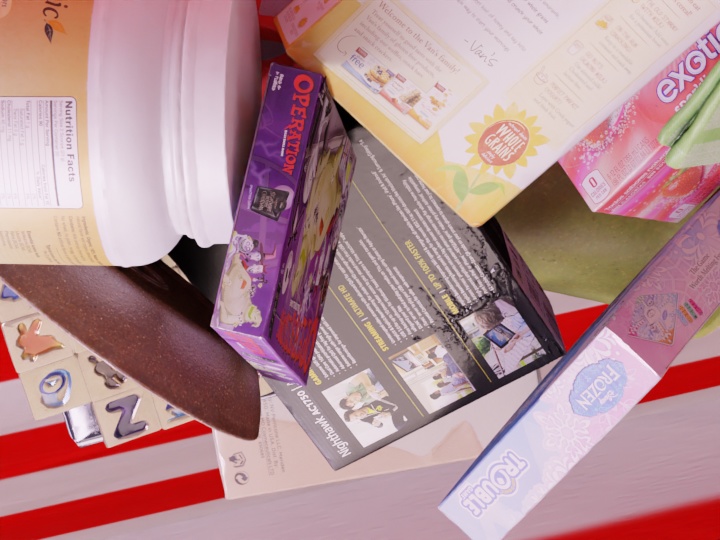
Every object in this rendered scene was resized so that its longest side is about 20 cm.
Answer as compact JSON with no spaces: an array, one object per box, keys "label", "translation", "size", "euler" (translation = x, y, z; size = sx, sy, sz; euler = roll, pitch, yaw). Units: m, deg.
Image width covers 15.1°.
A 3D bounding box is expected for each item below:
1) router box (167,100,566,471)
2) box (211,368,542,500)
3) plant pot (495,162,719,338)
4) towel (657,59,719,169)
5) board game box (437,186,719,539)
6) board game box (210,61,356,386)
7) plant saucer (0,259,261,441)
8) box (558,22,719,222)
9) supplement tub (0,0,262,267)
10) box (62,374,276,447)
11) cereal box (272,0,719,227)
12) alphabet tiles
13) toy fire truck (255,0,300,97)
[{"label":"router box","translation":[0.000,0.000,1.442],"size":[0.149,0.051,0.200],"euler":[-27,127,11]},{"label":"box","translation":[0.010,0.074,1.639],"size":[0.199,0.078,0.095],"euler":[-9,-167,3]},{"label":"plant pot","translation":[0.125,-0.063,1.648],"size":[0.183,0.202,0.200],"euler":[3,163,-21]},{"label":"towel","translation":[0.251,-0.120,1.359],"size":[0.199,0.031,0.150],"euler":[-11,145,-37]},{"label":"board game box","translation":[0.148,0.040,1.490],"size":[0.199,0.043,0.200],"euler":[-46,176,-42]},{"label":"board game box","translation":[-0.033,-0.016,1.256],"size":[0.032,0.121,0.200],"euler":[16,174,6]},{"label":"plant saucer","translation":[-0.121,0.009,1.334],"size":[0.037,0.200,0.200],"euler":[-54,162,4]},{"label":"box","translation":[0.184,-0.128,1.411],"size":[0.200,0.103,0.094],"euler":[-44,154,25]},{"label":"supplement tub","translation":[-0.149,-0.074,1.212],"size":[0.198,0.145,0.144],"euler":[1,169,5]},{"label":"box","translation":[-0.086,-0.004,1.599],"size":[0.199,0.125,0.197],"euler":[-15,-166,1]},{"label":"cereal box","translation":[0.079,-0.130,1.238],"size":[0.200,0.040,0.144],"euler":[-40,123,12]},{"label":"alphabet tiles","translation":[-0.115,0.001,1.454],"size":[0.165,0.201,0.006],"euler":[-19,-146,-7]},{"label":"toy fire truck","translation":[-0.096,-0.106,1.329],"size":[0.140,0.049,0.200],"euler":[22,151,-18]}]
